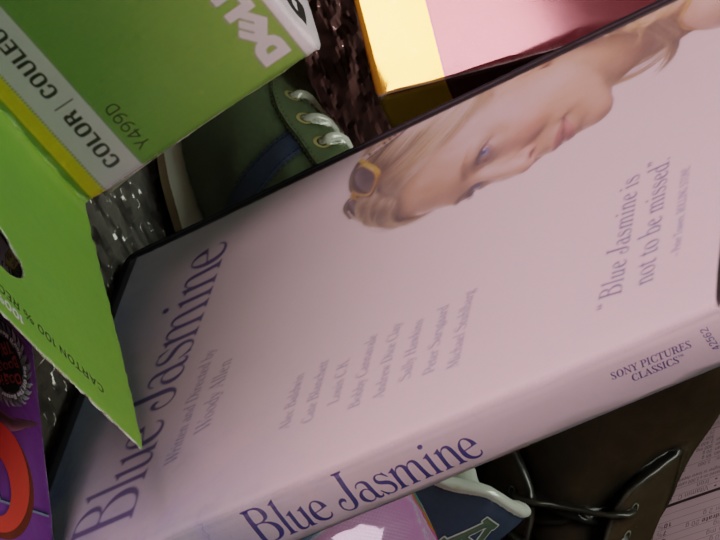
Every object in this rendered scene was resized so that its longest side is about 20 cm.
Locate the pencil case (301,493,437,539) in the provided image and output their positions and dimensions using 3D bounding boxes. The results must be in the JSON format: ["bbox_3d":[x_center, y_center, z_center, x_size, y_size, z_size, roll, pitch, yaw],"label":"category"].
[{"bbox_3d":[0.004,0.141,0.709,0.087,0.087,0.201,-23,92,-65],"label":"pencil case"}]

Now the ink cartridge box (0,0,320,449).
[{"bbox_3d":[-0.076,-0.078,0.664,0.148,0.076,0.201,49,14,-35],"label":"ink cartridge box"}]

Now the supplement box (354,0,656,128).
[{"bbox_3d":[0.100,-0.111,0.890,0.197,0.199,0.134,56,20,-74],"label":"supplement box"}]

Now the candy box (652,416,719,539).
[{"bbox_3d":[0.170,0.134,1.057,0.168,0.071,0.200,56,28,-25],"label":"candy box"}]

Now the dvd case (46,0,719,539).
[{"bbox_3d":[0.009,0.006,0.684,0.018,0.199,0.143,51,29,-26],"label":"dvd case"}]

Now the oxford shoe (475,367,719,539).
[{"bbox_3d":[0.065,0.057,0.808,0.201,0.072,0.085,102,-2,-50],"label":"oxford shoe"}]

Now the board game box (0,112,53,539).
[{"bbox_3d":[-0.138,-0.008,0.607,0.200,0.032,0.121,27,52,-55],"label":"board game box"}]

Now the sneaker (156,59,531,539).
[{"bbox_3d":[0.000,0.000,0.799,0.067,0.089,0.201,29,46,-52],"label":"sneaker"}]
